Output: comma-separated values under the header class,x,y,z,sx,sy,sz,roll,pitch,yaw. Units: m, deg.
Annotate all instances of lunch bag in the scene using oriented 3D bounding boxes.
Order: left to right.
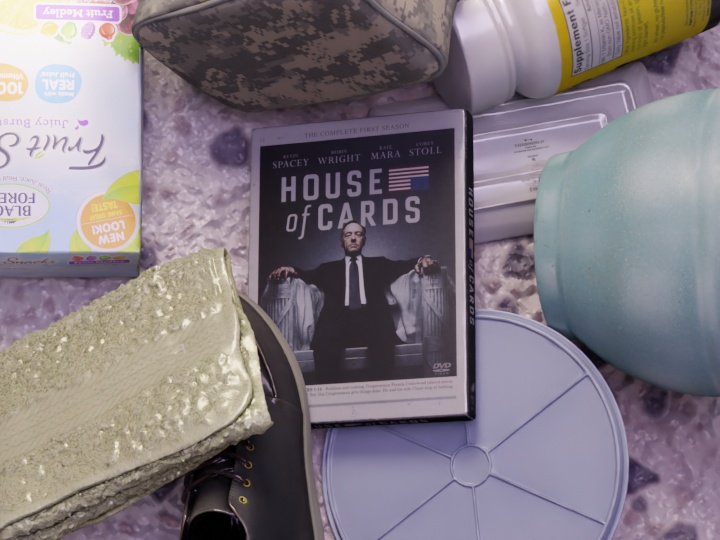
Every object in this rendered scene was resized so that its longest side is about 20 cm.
class,x,y,z,sx,sy,sz,roll,pitch,yaw
lunch bag,-0.036,-0.209,1.440,0.139,0.199,0.169,35,57,-40

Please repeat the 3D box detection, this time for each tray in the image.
class,x,y,z,sx,sy,sz,roll,pitch,yaw
tray,0.112,-0.079,1.523,0.198,0.022,0.108,-10,78,-10

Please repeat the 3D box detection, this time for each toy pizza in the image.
class,x,y,z,sx,sy,sz,roll,pitch,yaw
toy pizza,0.073,0.125,1.437,0.198,0.032,0.202,-3,78,14

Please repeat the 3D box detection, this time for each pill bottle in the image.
class,x,y,z,sx,sy,sz,roll,pitch,yaw
pill bottle,0.140,-0.183,1.507,0.199,0.114,0.115,-23,79,-13

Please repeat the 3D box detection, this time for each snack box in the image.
class,x,y,z,sx,sy,sz,roll,pitch,yaw
snack box,-0.223,-0.099,1.459,0.167,0.068,0.202,-1,76,-6

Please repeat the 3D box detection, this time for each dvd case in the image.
class,x,y,z,sx,sy,sz,roll,pitch,yaw
dvd case,0.000,0.000,1.456,0.149,0.025,0.202,-4,75,17

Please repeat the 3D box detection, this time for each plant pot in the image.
class,x,y,z,sx,sy,sz,roll,pitch,yaw
plant pot,0.187,-0.017,1.444,0.133,0.200,0.202,-1,73,20

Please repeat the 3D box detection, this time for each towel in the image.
class,x,y,z,sx,sy,sz,roll,pitch,yaw
towel,-0.153,0.077,1.382,0.199,0.037,0.149,-28,51,10

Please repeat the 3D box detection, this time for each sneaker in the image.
class,x,y,z,sx,sy,sz,roll,pitch,yaw
sneaker,-0.078,0.106,1.386,0.074,0.106,0.202,-19,83,20
